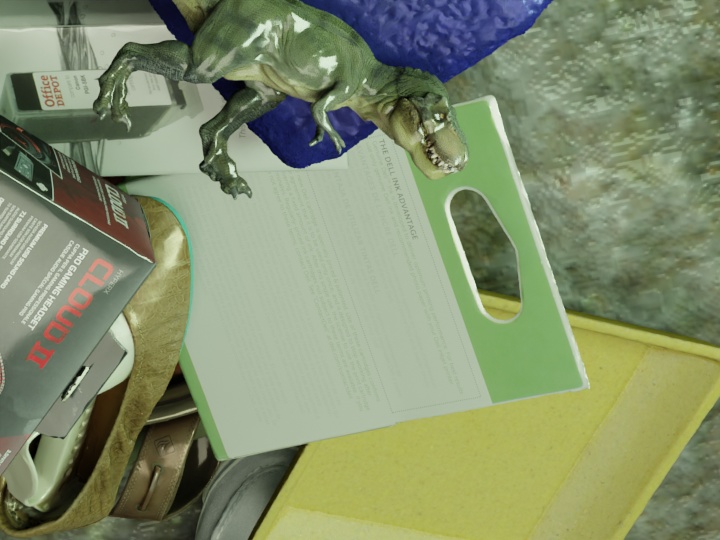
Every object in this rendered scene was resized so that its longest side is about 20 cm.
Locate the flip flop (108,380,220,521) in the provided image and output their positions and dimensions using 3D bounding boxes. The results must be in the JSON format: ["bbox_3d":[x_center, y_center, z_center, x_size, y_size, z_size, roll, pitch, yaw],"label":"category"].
[{"bbox_3d":[-0.092,0.092,1.473,0.200,0.058,0.081,-22,165,8],"label":"flip flop"}]

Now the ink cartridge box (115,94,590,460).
[{"bbox_3d":[0.000,0.000,1.340,0.200,0.048,0.146,-13,105,26],"label":"ink cartridge box"}]

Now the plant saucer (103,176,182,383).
[{"bbox_3d":[-0.157,-0.015,1.428,0.200,0.032,0.201,0,125,0],"label":"plant saucer"}]

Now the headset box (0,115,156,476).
[{"bbox_3d":[-0.192,0.001,1.215,0.200,0.075,0.149,33,104,-21],"label":"headset box"}]

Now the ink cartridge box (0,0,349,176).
[{"bbox_3d":[-0.105,-0.111,1.292,0.199,0.147,0.083,-2,124,0],"label":"ink cartridge box"}]

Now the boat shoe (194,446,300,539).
[{"bbox_3d":[-0.061,0.172,1.536,0.070,0.072,0.201,14,122,-11],"label":"boat shoe"}]

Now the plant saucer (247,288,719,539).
[{"bbox_3d":[0.057,0.085,1.472,0.200,0.048,0.200,13,123,-27],"label":"plant saucer"}]

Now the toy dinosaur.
[{"bbox_3d":[-0.054,-0.083,1.158,0.200,0.047,0.088,35,103,-6],"label":"toy dinosaur"}]

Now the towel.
[{"bbox_3d":[-0.030,-0.152,1.172,0.148,0.050,0.200,-32,105,23],"label":"towel"}]

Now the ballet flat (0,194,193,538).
[{"bbox_3d":[-0.132,0.054,1.363,0.068,0.072,0.200,39,131,17],"label":"ballet flat"}]
